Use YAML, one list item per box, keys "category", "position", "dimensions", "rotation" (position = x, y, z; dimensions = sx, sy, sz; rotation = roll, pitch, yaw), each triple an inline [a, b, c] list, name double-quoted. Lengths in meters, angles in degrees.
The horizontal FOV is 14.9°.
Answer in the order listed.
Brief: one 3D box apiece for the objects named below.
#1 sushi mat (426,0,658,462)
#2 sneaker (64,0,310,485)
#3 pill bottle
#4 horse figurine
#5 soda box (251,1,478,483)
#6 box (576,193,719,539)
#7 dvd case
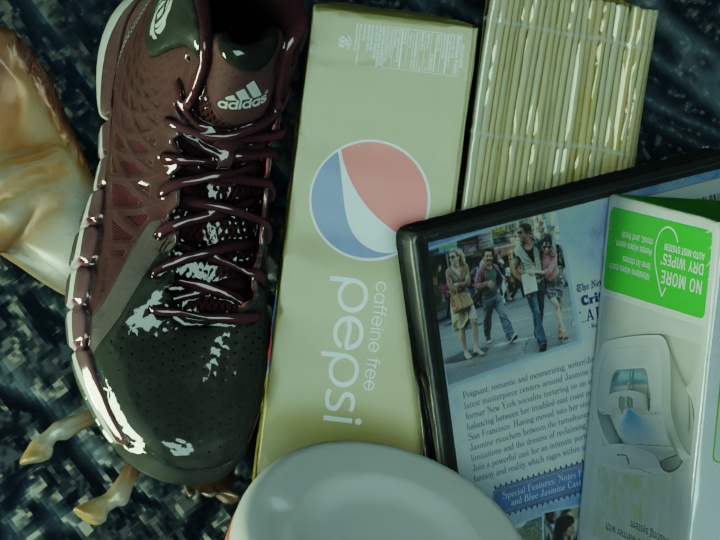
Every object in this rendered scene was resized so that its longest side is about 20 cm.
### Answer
- category: "sushi mat"
  position: [0.070, -0.009, 1.052]
  dimensions: [0.096, 0.012, 0.200]
  rotation: [2, 98, -42]
- category: "sneaker"
  position: [-0.058, -0.031, 0.986]
  dimensions: [0.076, 0.116, 0.200]
  rotation: [3, 68, -20]
- category: "pill bottle"
  position: [-0.016, 0.168, 1.011]
  dimensions: [0.112, 0.112, 0.200]
  rotation: [18, 128, -4]
- category: "horse figurine"
  position: [-0.111, 0.008, 1.050]
  dimensions: [0.200, 0.050, 0.133]
  rotation: [36, 76, 3]
- category: "soda box"
  position: [0.000, 0.000, 1.051]
  dimensions: [0.064, 0.068, 0.200]
  rotation: [8, 96, -3]
- category: "box"
  position: [0.192, 0.067, 1.023]
  dimensions: [0.200, 0.097, 0.177]
  rotation: [2, 97, -21]
- category: "dvd case"
  position: [0.089, 0.065, 1.046]
  dimensions: [0.142, 0.018, 0.200]
  rotation: [-14, 105, -25]
